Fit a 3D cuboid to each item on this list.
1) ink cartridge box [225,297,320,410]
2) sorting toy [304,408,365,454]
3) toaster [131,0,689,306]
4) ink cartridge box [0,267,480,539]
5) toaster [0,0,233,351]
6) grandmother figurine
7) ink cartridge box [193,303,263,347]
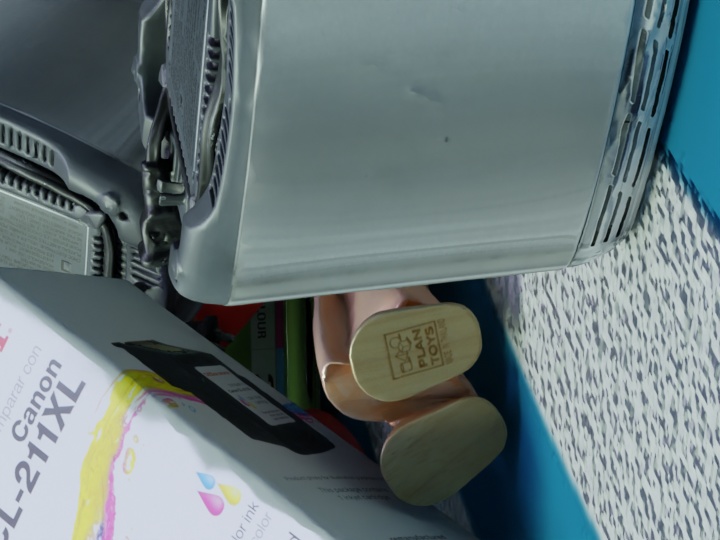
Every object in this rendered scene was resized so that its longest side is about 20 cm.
[{"bbox_3d":[-0.069,0.014,1.241,0.200,0.075,0.148,-131,39,-73],"label":"ink cartridge box"},{"bbox_3d":[-0.066,0.119,1.132,0.199,0.069,0.201,39,136,39],"label":"sorting toy"},{"bbox_3d":[0.010,-0.070,0.701,0.114,0.129,0.200,-105,17,-48],"label":"toaster"},{"bbox_3d":[-0.071,0.110,0.908,0.200,0.083,0.146,34,105,31],"label":"ink cartridge box"},{"bbox_3d":[-0.116,-0.044,1.054,0.129,0.199,0.114,-52,-23,-46],"label":"toaster"},{"bbox_3d":[0.000,0.000,0.935,0.200,0.060,0.122,-119,21,-66],"label":"grandmother figurine"},{"bbox_3d":[-0.095,-0.070,1.168,0.163,0.057,0.200,-49,52,41],"label":"ink cartridge box"}]
